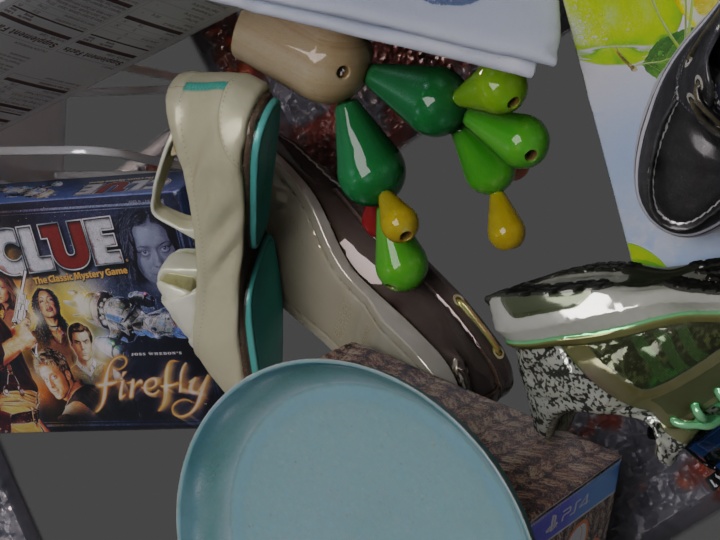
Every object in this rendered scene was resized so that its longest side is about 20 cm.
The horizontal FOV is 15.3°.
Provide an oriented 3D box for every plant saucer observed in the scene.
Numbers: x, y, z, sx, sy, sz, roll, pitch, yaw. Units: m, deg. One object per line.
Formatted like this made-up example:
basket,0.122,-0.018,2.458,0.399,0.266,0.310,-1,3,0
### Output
plant saucer,0.003,0.133,1.221,0.199,0.027,0.202,12,113,30

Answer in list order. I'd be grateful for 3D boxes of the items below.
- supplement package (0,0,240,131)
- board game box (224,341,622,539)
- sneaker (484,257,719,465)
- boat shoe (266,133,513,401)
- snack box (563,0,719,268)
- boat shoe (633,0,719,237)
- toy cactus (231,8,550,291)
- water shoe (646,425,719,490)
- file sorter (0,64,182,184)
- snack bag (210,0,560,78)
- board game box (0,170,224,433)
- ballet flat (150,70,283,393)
supplement package,-0.171,-0.173,1.277,0.199,0.150,0.153,-24,76,20
board game box,0.021,0.163,1.297,0.159,0.097,0.201,22,117,27
sneaker,0.153,0.043,1.217,0.199,0.077,0.089,0,103,35
boat shoe,0.000,0.000,1.377,0.200,0.059,0.072,49,140,24
snack box,0.197,-0.072,1.229,0.168,0.068,0.201,-7,112,27
boat shoe,0.173,-0.087,1.152,0.070,0.066,0.200,37,123,4
toy cactus,0.021,-0.097,1.304,0.164,0.102,0.201,21,120,12
water shoe,0.191,0.093,1.262,0.199,0.071,0.080,16,96,28
file sorter,-0.150,-0.148,1.423,0.124,0.139,0.202,2,87,26
snack bag,0.003,-0.195,1.222,0.021,0.187,0.201,132,144,-59
board game box,-0.160,0.019,1.443,0.199,0.035,0.136,-4,110,28
ballet flat,-0.072,-0.014,1.339,0.069,0.069,0.201,23,131,27
